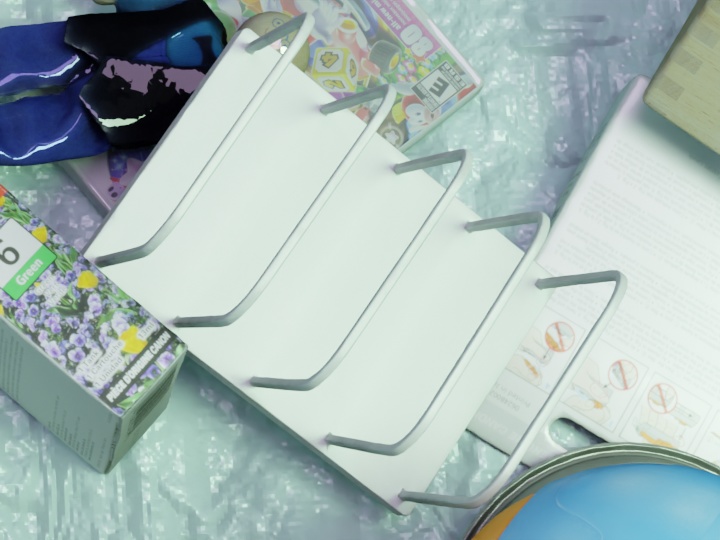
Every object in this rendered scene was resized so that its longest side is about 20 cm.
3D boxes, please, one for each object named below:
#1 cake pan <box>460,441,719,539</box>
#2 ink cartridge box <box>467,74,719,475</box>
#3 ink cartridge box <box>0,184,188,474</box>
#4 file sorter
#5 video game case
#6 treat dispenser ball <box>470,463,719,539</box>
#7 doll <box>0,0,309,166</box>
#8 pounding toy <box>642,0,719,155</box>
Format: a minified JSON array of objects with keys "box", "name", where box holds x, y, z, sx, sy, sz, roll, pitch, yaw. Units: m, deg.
[{"box":[0.134,0.178,1.070,0.198,0.037,0.202,2,76,-8],"name":"cake pan"},{"box":[0.157,0.027,1.142,0.159,0.047,0.201,30,85,0],"name":"ink cartridge box"},{"box":[-0.173,0.002,1.041,0.200,0.109,0.050,41,69,4],"name":"ink cartridge box"},{"box":[0.000,0.000,1.020,0.200,0.124,0.139,38,77,-14],"name":"file sorter"},{"box":[-0.055,-0.090,1.144,0.200,0.018,0.143,-38,83,-19],"name":"video game case"},{"box":[0.118,0.181,0.943,0.199,0.201,0.203,3,71,-10],"name":"treat dispenser ball"},{"box":[-0.118,-0.088,1.096,0.198,0.049,0.137,-13,65,-21],"name":"doll"},{"box":[0.258,-0.105,1.097,0.183,0.143,0.200,34,34,2],"name":"pounding toy"}]
